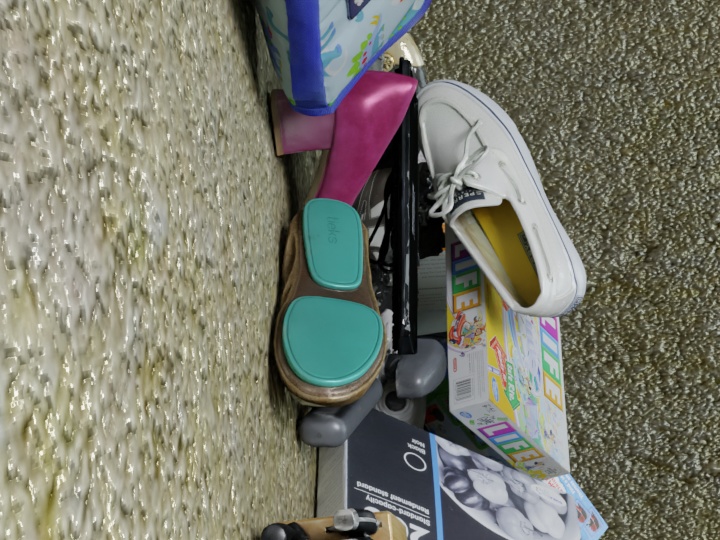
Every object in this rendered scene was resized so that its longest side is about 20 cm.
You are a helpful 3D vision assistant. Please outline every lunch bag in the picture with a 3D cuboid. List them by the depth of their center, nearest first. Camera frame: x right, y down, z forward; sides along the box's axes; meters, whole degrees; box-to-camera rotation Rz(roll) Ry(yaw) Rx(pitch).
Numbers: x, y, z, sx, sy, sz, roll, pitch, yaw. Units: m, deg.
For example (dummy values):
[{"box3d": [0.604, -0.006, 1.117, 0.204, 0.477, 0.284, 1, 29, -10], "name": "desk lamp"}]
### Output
[{"box3d": [-0.019, -0.216, 0.852, 0.170, 0.127, 0.200, 82, 17, -63], "name": "lunch bag"}]

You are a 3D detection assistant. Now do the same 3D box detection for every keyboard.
[{"box3d": [0.020, -0.037, 1.002, 0.104, 0.040, 0.200, 71, 19, -70], "name": "keyboard"}]

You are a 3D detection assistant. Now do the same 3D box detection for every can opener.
[{"box3d": [0.014, 0.071, 0.988, 0.200, 0.067, 0.053, -39, 129, -73], "name": "can opener"}]

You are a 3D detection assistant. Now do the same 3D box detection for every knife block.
[{"box3d": [-0.010, 0.154, 0.774, 0.200, 0.064, 0.176, -90, 174, -58], "name": "knife block"}]

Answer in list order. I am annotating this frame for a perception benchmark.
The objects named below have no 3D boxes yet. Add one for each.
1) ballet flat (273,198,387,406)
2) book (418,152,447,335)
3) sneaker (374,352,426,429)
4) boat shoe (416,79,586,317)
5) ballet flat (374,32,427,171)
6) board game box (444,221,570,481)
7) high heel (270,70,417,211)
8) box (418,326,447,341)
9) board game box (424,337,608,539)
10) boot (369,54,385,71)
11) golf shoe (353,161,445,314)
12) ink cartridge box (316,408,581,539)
[{"box3d": [-0.024, 0.035, 0.877, 0.200, 0.068, 0.072, -97, -162, -55], "name": "ballet flat"}, {"box3d": [0.068, -0.031, 1.294, 0.048, 0.133, 0.200, 105, -29, -42], "name": "book"}, {"box3d": [0.013, 0.155, 1.164, 0.112, 0.073, 0.200, 82, 11, -77], "name": "sneaker"}, {"box3d": [0.083, -0.052, 1.048, 0.086, 0.075, 0.202, -4, 64, -56], "name": "boat shoe"}, {"box3d": [0.013, -0.101, 1.205, 0.057, 0.066, 0.200, -10, 112, -60], "name": "ballet flat"}, {"box3d": [0.112, 0.045, 1.121, 0.134, 0.034, 0.200, 42, 38, -45], "name": "board game box"}, {"box3d": [0.000, -0.042, 0.986, 0.067, 0.096, 0.200, -89, 172, -61], "name": "high heel"}, {"box3d": [0.060, 0.010, 1.316, 0.200, 0.161, 0.049, -90, -171, -49], "name": "box"}, {"box3d": [0.091, 0.155, 1.204, 0.200, 0.151, 0.037, 53, 52, -7], "name": "board game box"}, {"box3d": [-0.009, -0.200, 1.049, 0.182, 0.072, 0.200, -86, -178, -75], "name": "boot"}, {"box3d": [0.000, 0.000, 1.129, 0.200, 0.094, 0.078, -61, 143, -34], "name": "golf shoe"}, {"box3d": [0.064, 0.192, 0.975, 0.043, 0.198, 0.200, -56, -162, 29], "name": "ink cartridge box"}]
